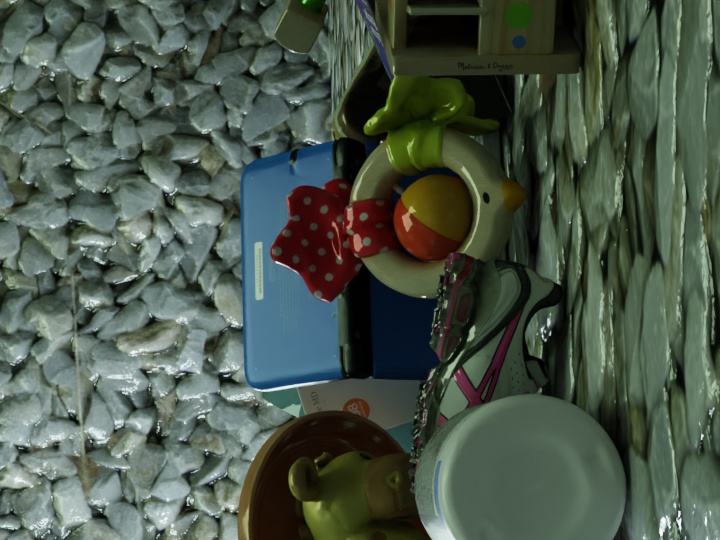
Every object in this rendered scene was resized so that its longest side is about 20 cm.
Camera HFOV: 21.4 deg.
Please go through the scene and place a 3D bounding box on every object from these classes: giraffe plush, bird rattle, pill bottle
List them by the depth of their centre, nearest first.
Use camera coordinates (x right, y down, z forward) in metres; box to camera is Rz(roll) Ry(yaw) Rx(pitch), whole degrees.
[{"bbox_3d":[0.095,0.139,1.217,0.200,0.114,0.114,129,140,-82],"label":"pill bottle"},{"bbox_3d":[0.034,-0.050,1.455,0.200,0.163,0.113,-54,-24,6],"label":"bird rattle"},{"bbox_3d":[0.019,0.213,1.498,0.173,0.200,0.162,96,158,-75],"label":"giraffe plush"}]

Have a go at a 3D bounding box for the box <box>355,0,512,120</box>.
[{"bbox_3d":[0.054,-0.194,1.611,0.141,0.079,0.200,63,-178,-13],"label":"box"}]

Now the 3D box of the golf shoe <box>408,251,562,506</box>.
[{"bbox_3d":[0.085,0.088,1.348,0.073,0.092,0.200,-83,4,-66],"label":"golf shoe"}]

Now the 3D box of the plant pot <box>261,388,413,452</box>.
[{"bbox_3d":[0.022,0.090,1.812,0.200,0.200,0.135,-143,73,-84],"label":"plant pot"}]

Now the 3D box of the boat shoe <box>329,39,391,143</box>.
[{"bbox_3d":[0.025,-0.180,1.777,0.200,0.072,0.076,-50,4,-34],"label":"boat shoe"}]

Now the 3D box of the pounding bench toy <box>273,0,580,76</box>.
[{"bbox_3d":[0.041,-0.222,1.259,0.124,0.200,0.156,-99,9,-64],"label":"pounding bench toy"}]

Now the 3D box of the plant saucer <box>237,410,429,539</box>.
[{"bbox_3d":[-0.022,0.216,1.564,0.032,0.200,0.201,-16,71,47],"label":"plant saucer"}]

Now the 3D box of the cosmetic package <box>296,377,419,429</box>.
[{"bbox_3d":[0.003,0.040,1.667,0.052,0.151,0.200,-102,-6,-75],"label":"cosmetic package"}]

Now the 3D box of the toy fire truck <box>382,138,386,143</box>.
[{"bbox_3d":[0.009,-0.070,1.778,0.200,0.168,0.112,-93,-8,-64],"label":"toy fire truck"}]

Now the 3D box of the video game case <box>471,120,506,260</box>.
[{"bbox_3d":[0.107,-0.020,1.644,0.143,0.018,0.200,108,161,-75],"label":"video game case"}]

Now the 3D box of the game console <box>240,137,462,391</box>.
[{"bbox_3d":[0.000,0.000,1.596,0.118,0.171,0.200,15,-111,-52],"label":"game console"}]
